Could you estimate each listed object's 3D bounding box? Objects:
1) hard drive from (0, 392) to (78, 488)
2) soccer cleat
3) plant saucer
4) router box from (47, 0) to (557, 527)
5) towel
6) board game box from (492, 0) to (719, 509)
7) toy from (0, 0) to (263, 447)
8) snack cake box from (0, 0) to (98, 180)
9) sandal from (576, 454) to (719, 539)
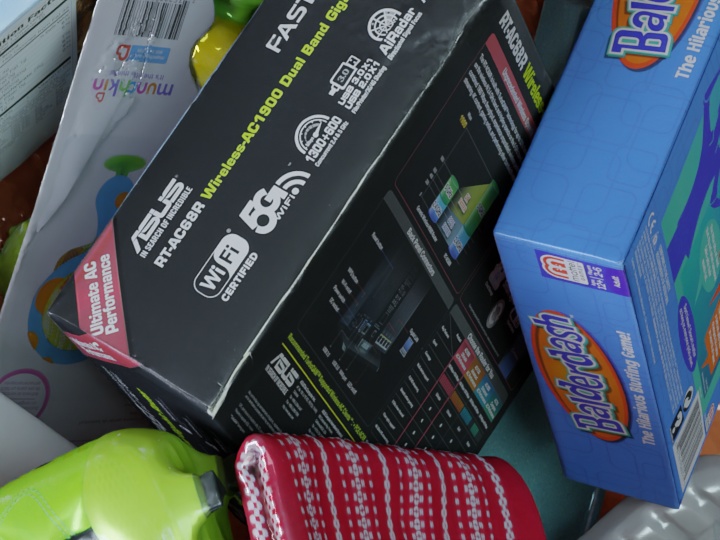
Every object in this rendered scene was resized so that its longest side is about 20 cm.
[{"bbox_3d":[-0.187,0.052,0.822,0.200,0.026,0.132,38,71,-22],"label":"hard drive"},{"bbox_3d":[-0.048,0.143,0.808,0.081,0.068,0.201,-18,87,11],"label":"soccer cleat"},{"bbox_3d":[0.073,0.007,1.028,0.070,0.019,0.201,17,84,-25],"label":"plant saucer"},{"bbox_3d":[0.000,0.000,0.903,0.150,0.062,0.200,-55,156,-11],"label":"router box"},{"bbox_3d":[0.026,0.119,0.869,0.022,0.200,0.145,-19,78,19],"label":"towel"},{"bbox_3d":[0.107,-0.048,0.952,0.152,0.045,0.200,70,39,-55],"label":"board game box"},{"bbox_3d":[-0.071,-0.007,0.917,0.115,0.047,0.201,0,122,-45],"label":"toy"},{"bbox_3d":[-0.092,-0.100,0.884,0.067,0.115,0.200,44,73,10],"label":"snack cake box"},{"bbox_3d":[0.052,0.126,1.005,0.202,0.050,0.083,-29,125,-5],"label":"sandal"}]
